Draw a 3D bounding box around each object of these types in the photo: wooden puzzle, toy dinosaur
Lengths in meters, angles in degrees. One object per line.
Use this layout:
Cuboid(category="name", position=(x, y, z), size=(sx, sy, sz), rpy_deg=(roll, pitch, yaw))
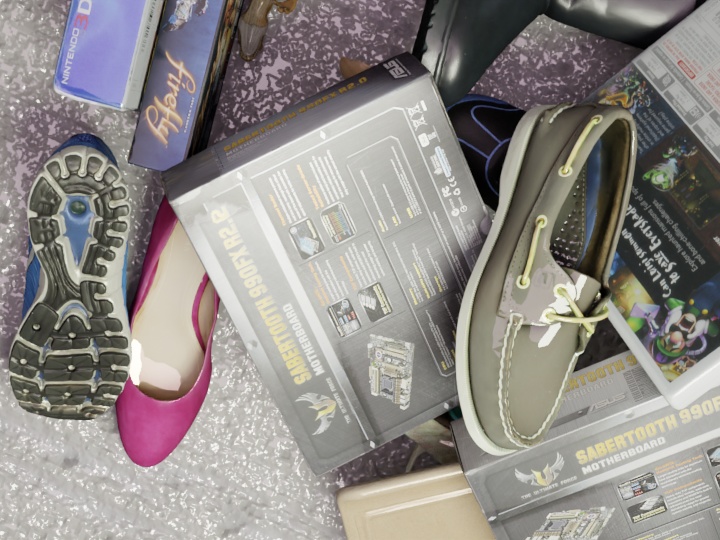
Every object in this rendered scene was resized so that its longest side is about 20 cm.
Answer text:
Cuboid(category="wooden puzzle", position=(0.090, 0.187, 0.903), size=(0.184, 0.037, 0.201), rpy_deg=(-13, 124, 0))
Cuboid(category="toy dinosaur", position=(-0.020, -0.220, 0.862), size=(0.200, 0.106, 0.060), rpy_deg=(-43, 88, 6))

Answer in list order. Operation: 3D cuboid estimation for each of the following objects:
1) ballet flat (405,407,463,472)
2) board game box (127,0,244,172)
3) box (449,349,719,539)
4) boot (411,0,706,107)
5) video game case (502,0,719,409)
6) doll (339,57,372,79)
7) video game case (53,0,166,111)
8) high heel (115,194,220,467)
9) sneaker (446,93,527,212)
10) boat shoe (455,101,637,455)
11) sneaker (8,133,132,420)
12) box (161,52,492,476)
Cuboid(category="ballet flat", position=(0.037, 0.104, 0.912), size=(0.200, 0.067, 0.062), rpy_deg=(39, 102, -5))
Cuboid(category="board game box", position=(-0.093, -0.161, 0.843), size=(0.034, 0.136, 0.201), rpy_deg=(14, 96, -3))
Cuboid(category="box", position=(0.172, 0.122, 0.821), size=(0.199, 0.048, 0.159), rpy_deg=(-23, 123, 7))
Cuboid(category="boot", position=(0.127, -0.164, 0.852), size=(0.167, 0.076, 0.201), rpy_deg=(18, 64, -2))
Cuboid(category="video game case", position=(0.198, -0.049, 0.787), size=(0.182, 0.023, 0.200), rpy_deg=(-38, 51, 10))
Cuboid(category="doll", position=(-0.017, -0.032, 0.883), size=(0.136, 0.048, 0.201), rpy_deg=(17, 83, 27))
Cuboid(category="video game case", position=(-0.123, -0.195, 0.815), size=(0.045, 0.181, 0.201), rpy_deg=(14, 95, -2))
Cuboid(category="high heel", position=(-0.118, 0.036, 0.882), size=(0.067, 0.096, 0.201), rpy_deg=(19, 95, -4))
Cuboid(category="sneaker", position=(0.131, -0.046, 0.890), size=(0.200, 0.078, 0.070), rpy_deg=(34, 94, -5))
Cuboid(category="boat shoe", position=(0.105, 0.002, 0.761), size=(0.072, 0.060, 0.203), rpy_deg=(23, 75, -38))
Cuboid(category="sneaker", position=(-0.178, 0.006, 0.891), size=(0.078, 0.089, 0.201), rpy_deg=(9, 115, -9))
Cuboid(category="box", position=(0.000, 0.000, 0.802), size=(0.158, 0.048, 0.201), rpy_deg=(-27, 116, -2))
